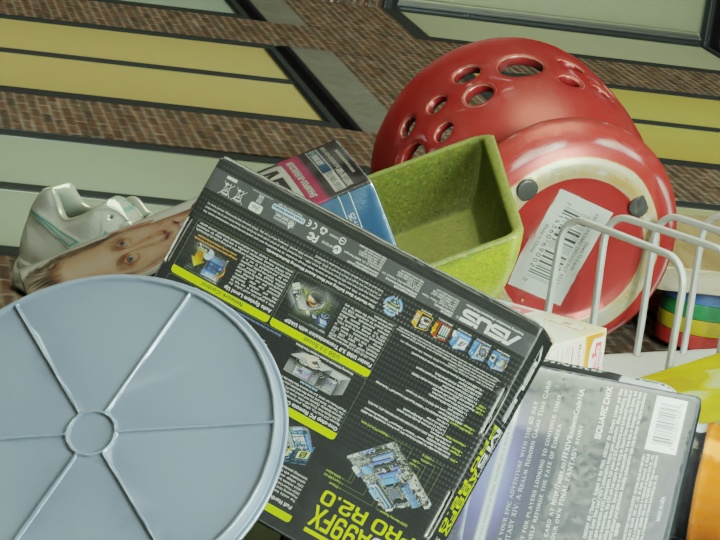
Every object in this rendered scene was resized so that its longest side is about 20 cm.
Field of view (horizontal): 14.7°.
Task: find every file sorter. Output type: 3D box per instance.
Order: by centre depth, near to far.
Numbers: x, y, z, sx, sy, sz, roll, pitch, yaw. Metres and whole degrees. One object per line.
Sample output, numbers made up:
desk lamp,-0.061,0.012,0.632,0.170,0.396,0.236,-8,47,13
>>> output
file sorter,0.237,0.031,1.910,0.199,0.125,0.139,-2,16,-37

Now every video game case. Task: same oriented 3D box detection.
video game case,0.069,0.112,1.482,0.199,0.143,0.019,10,-31,12

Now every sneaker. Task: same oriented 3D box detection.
sneaker,-0.156,-0.006,1.921,0.199,0.081,0.070,17,14,27

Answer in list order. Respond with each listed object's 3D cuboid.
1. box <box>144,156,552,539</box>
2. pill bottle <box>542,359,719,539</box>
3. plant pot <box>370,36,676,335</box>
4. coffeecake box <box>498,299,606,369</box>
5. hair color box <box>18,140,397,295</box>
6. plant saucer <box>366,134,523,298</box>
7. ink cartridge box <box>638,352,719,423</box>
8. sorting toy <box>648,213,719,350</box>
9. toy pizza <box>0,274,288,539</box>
box,-0.024,0.056,1.452,0.199,0.161,0.044,27,-5,15
pill bottle,0.114,0.105,1.555,0.199,0.107,0.106,11,13,11
plant pot,0.126,-0.048,2.027,0.199,0.201,0.183,3,23,-21
coffeecake box,0.039,0.065,1.749,0.153,0.074,0.200,14,14,31
hair color box,-0.085,0.001,1.554,0.199,0.061,0.100,-23,20,-6
plant saucer,0.000,0.000,1.634,0.199,0.048,0.200,-20,19,4
ink cartridge box,0.269,0.087,1.715,0.199,0.047,0.198,-20,16,-5
sorting toy,0.296,0.015,2.135,0.198,0.070,0.200,6,14,-8
toy pizza,-0.133,0.090,1.407,0.199,0.032,0.201,-5,55,7
